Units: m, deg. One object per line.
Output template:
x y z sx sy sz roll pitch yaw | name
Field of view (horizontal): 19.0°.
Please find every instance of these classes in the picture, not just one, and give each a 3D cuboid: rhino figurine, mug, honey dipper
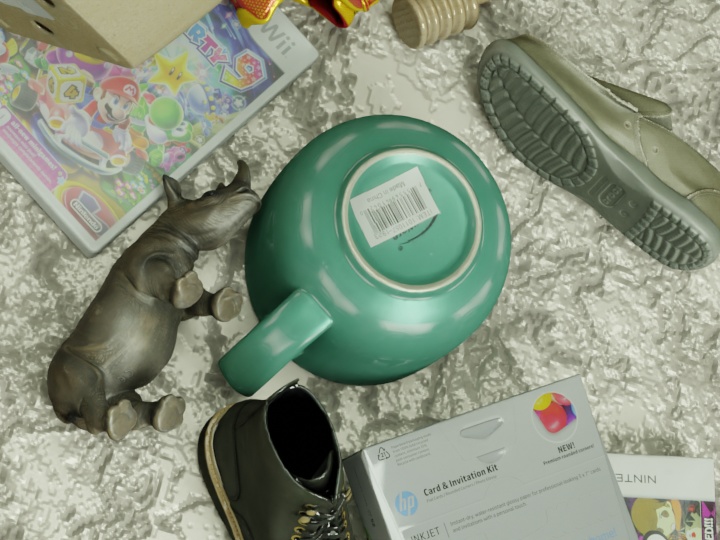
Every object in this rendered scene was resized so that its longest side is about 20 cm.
-0.118 0.013 1.269 0.060 0.087 0.201 47 62 -40 | rhino figurine
0.011 -0.001 1.292 0.151 0.114 0.186 18 71 -12 | mug
0.112 -0.193 1.418 0.199 0.038 0.038 -22 83 -25 | honey dipper

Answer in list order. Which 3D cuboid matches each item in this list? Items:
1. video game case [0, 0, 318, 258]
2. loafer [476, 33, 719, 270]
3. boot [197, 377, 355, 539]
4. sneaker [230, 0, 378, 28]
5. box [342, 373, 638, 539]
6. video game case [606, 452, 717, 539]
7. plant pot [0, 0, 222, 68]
-0.142 -0.124 1.329 0.143 0.018 0.200 47 68 -1 | video game case
0.160 -0.084 1.389 0.200 0.075 0.070 42 57 -8 | loafer
-0.024 0.162 1.228 0.077 0.138 0.201 -31 88 -22 | boot
0.000 -0.197 1.367 0.199 0.073 0.078 -17 98 -24 | sneaker
0.093 0.180 1.267 0.155 0.041 0.201 -17 83 -25 | box
0.133 0.210 1.318 0.180 0.036 0.202 5 75 -15 | video game case
-0.163 -0.234 1.229 0.178 0.199 0.200 -59 138 -12 | plant pot
